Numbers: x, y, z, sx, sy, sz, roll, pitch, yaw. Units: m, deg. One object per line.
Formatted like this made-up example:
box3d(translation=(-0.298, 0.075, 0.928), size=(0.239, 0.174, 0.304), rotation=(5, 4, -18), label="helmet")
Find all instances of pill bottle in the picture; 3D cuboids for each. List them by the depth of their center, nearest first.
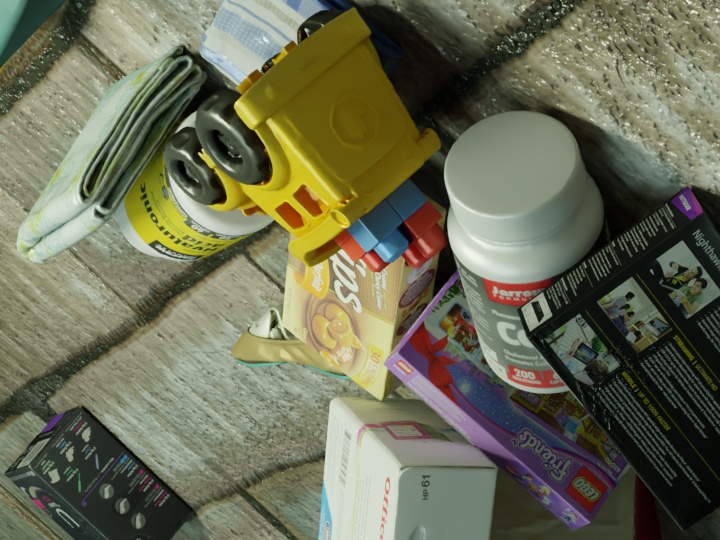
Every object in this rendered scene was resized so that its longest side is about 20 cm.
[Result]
box3d(translation=(0.125, -0.012, 1.606), size=(0.113, 0.114, 0.200), rotation=(25, 153, 31), label="pill bottle")
box3d(translation=(-0.140, -0.069, 1.904), size=(0.111, 0.111, 0.200), rotation=(44, 157, -10), label="pill bottle")

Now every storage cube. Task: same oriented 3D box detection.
box3d(translation=(0.162, 0.263, 1.895), size=(0.170, 0.201, 0.180), rotation=(-2, 142, 14), label="storage cube")

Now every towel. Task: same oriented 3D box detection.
box3d(translation=(-0.050, -0.167, 1.707), size=(0.147, 0.024, 0.200), rotation=(39, 156, 0), label="towel")
box3d(translation=(-0.216, -0.098, 1.891), size=(0.048, 0.172, 0.200), rotation=(38, 157, -13), label="towel")

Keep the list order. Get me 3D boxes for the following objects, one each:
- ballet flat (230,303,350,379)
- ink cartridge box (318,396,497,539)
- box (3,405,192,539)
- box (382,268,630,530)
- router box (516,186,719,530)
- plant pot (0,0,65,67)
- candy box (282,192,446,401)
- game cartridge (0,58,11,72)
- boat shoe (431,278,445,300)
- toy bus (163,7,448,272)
box3d(translation=(-0.054, 0.058, 2.085), size=(0.199, 0.068, 0.063), rotation=(4, 111, 50), label="ballet flat")
box3d(translation=(0.034, 0.195, 1.766), size=(0.084, 0.146, 0.200), rotation=(2, -168, -15), label="ink cartridge box")
box3d(translation=(-0.329, 0.280, 2.805), size=(0.200, 0.106, 0.122), rotation=(44, 157, -11), label="box")
box3d(translation=(0.135, 0.084, 1.733), size=(0.200, 0.137, 0.039), rotation=(42, 157, -3), label="box")
box3d(translation=(0.226, 0.064, 1.552), size=(0.200, 0.149, 0.051), rotation=(50, -169, -22), label="router box")
box3d(translation=(-0.271, -0.275, 1.705), size=(0.141, 0.142, 0.200), rotation=(42, 150, -5), label="plant pot")
box3d(translation=(0.000, 0.000, 1.787), size=(0.115, 0.055, 0.201), rotation=(36, 145, 22), label="candy box")
box3d(translation=(-0.360, -0.256, 1.871), size=(0.200, 0.032, 0.176), rotation=(41, 114, -1), label="game cartridge")
box3d(translation=(0.053, 0.033, 1.863), size=(0.199, 0.059, 0.072), rotation=(9, 127, 48), label="boat shoe")
box3d(translation=(-0.026, -0.070, 1.629), size=(0.192, 0.136, 0.200), rotation=(50, 154, -4), label="toy bus")
